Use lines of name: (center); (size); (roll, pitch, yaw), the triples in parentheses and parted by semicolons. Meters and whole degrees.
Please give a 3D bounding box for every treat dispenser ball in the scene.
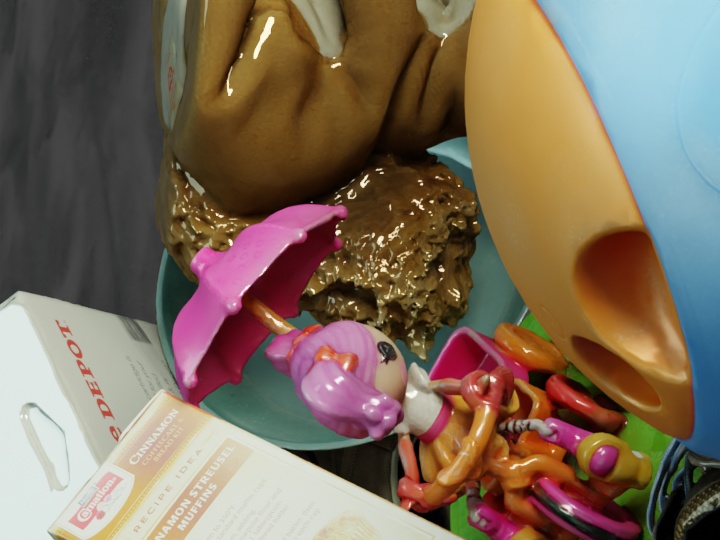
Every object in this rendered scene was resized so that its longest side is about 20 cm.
treat dispenser ball: (0.126, -0.045, 0.535); (0.201, 0.201, 0.201); (-173, 90, -72)

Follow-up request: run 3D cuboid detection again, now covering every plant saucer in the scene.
plant saucer: (0.000, 0.000, 1.005); (0.036, 0.200, 0.200); (52, -152, -53)

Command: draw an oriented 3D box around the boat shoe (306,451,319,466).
boat shoe: (-0.036, 0.062, 1.124); (0.072, 0.068, 0.200); (-173, 88, -72)

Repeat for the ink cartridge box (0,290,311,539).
ink cartridge box: (-0.102, 0.101, 1.002); (0.083, 0.200, 0.147); (-38, 65, 19)

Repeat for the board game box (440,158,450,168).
board game box: (0.022, 0.032, 1.102); (0.200, 0.030, 0.096); (119, 150, -56)

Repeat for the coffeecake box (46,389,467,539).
coffeecake box: (0.004, 0.144, 0.775); (0.200, 0.154, 0.073); (22, 64, 38)

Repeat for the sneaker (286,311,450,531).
sneaker: (0.011, 0.069, 1.033); (0.076, 0.070, 0.200); (-35, 69, 38)

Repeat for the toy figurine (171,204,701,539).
toy figurine: (0.018, 0.051, 0.805); (0.150, 0.184, 0.200); (-61, 27, 12)

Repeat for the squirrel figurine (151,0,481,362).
squirrel figurine: (0.007, -0.066, 0.939); (0.142, 0.186, 0.200); (-137, 49, -70)

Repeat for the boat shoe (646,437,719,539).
boat shoe: (0.133, 0.074, 0.671); (0.200, 0.072, 0.072); (-112, 34, -56)
